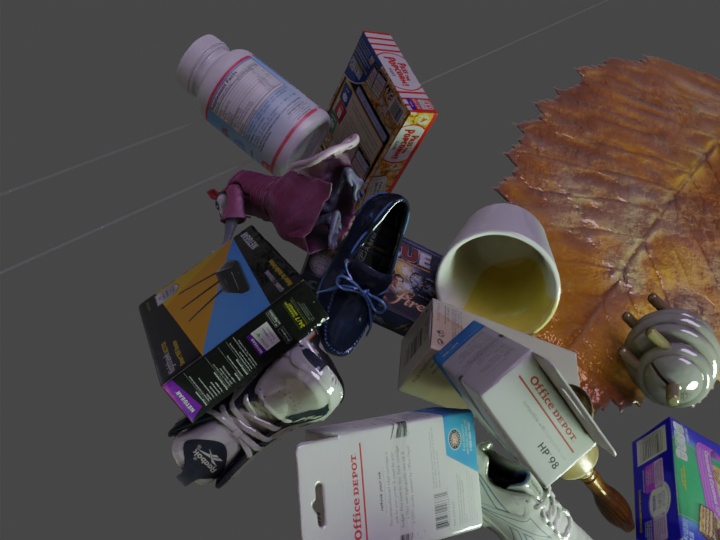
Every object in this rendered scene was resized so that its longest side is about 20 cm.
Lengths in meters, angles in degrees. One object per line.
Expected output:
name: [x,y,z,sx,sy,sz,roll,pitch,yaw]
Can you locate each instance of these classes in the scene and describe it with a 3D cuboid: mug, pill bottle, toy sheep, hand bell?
mug: [0.174,0.005,0.998,0.147,0.189,0.154,16,29,6]
pill bottle: [-0.145,-0.221,1.042,0.199,0.109,0.109,39,44,7]
toy sheep: [0.419,0.116,1.056,0.137,0.138,0.200,34,40,2]
hand bell: [0.256,0.232,0.875,0.201,0.103,0.105,51,37,-25]

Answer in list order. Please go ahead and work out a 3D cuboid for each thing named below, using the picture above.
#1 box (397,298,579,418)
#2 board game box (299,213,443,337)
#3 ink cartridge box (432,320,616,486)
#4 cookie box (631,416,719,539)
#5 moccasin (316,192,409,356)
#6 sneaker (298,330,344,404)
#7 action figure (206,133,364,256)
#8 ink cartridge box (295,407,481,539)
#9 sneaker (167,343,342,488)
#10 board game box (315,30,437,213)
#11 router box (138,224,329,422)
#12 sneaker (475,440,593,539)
box: [0.152,0.119,0.926,0.198,0.095,0.078,20,44,-11]
board game box: [0.028,0.006,0.996,0.198,0.035,0.136,25,44,-9]
ink cartridge box: [0.152,0.129,0.766,0.066,0.200,0.116,-38,101,-4]
cookie box: [0.427,0.300,0.929,0.198,0.075,0.172,30,43,-11]
moccasin: [0.000,0.000,0.895,0.080,0.068,0.203,20,82,-24]
sneaker: [-0.073,0.062,0.862,0.079,0.074,0.201,-20,65,-42]
action figure: [-0.105,-0.087,0.919,0.198,0.151,0.134,13,26,27]
ink cartridge box: [0.016,0.203,0.748,0.198,0.066,0.118,-3,87,-31]
sneaker: [-0.105,0.141,0.699,0.080,0.198,0.130,54,54,-15]
board game box: [0.010,-0.185,1.033,0.046,0.201,0.153,-4,55,-32]
router box: [-0.128,0.040,0.740,0.149,0.200,0.051,-37,116,-8]
sneaker: [0.177,0.257,0.823,0.199,0.087,0.075,34,44,0]
